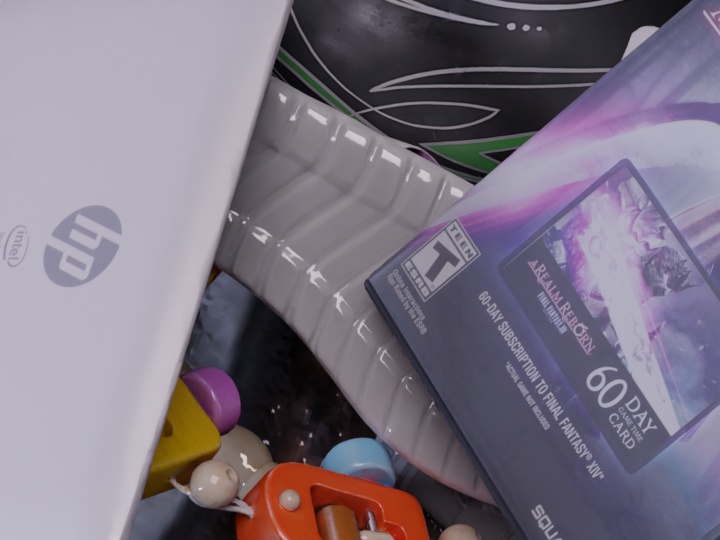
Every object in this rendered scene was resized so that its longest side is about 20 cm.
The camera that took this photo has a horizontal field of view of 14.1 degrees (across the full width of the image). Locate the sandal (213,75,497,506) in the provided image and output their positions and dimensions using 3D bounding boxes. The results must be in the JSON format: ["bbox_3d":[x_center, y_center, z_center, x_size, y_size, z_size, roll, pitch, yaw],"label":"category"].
[{"bbox_3d":[0.005,-0.006,0.937,0.203,0.050,0.083,41,98,1],"label":"sandal"}]

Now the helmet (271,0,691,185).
[{"bbox_3d":[0.037,-0.116,0.991,0.200,0.200,0.191,40,64,18],"label":"helmet"}]

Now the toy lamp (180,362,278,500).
[{"bbox_3d":[-0.075,0.030,1.001,0.200,0.058,0.058,42,74,17],"label":"toy lamp"}]

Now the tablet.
[{"bbox_3d":[-0.098,-0.004,0.889,0.130,0.014,0.201,0,63,33],"label":"tablet"}]

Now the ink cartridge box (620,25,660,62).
[{"bbox_3d":[0.153,0.013,0.866,0.200,0.067,0.117,25,91,34],"label":"ink cartridge box"}]

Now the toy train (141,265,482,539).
[{"bbox_3d":[-0.049,0.039,0.941,0.150,0.056,0.200,13,42,-33],"label":"toy train"}]

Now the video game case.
[{"bbox_3d":[0.109,-0.005,0.846,0.200,0.019,0.143,-41,59,16],"label":"video game case"}]

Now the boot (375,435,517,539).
[{"bbox_3d":[0.106,0.028,0.995,0.200,0.074,0.096,-43,77,-7],"label":"boot"}]
